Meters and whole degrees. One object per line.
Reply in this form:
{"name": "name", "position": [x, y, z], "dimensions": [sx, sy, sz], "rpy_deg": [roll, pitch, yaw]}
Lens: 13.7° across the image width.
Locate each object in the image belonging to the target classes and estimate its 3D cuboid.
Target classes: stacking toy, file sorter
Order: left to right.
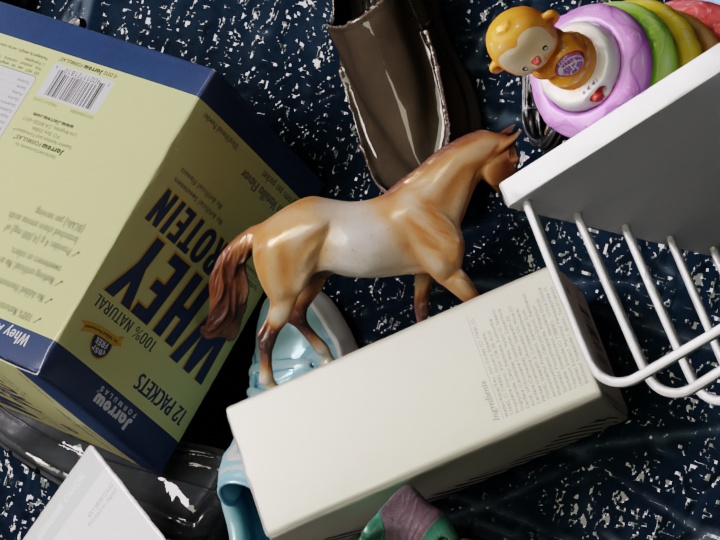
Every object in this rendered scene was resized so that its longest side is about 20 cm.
{"name": "stacking toy", "position": [0.129, -0.100, 1.531], "dimensions": [0.116, 0.200, 0.110], "rpy_deg": [-41, 60, 23]}
{"name": "file sorter", "position": [0.194, -0.010, 1.466], "dimensions": [0.139, 0.200, 0.125], "rpy_deg": [-33, 65, 28]}

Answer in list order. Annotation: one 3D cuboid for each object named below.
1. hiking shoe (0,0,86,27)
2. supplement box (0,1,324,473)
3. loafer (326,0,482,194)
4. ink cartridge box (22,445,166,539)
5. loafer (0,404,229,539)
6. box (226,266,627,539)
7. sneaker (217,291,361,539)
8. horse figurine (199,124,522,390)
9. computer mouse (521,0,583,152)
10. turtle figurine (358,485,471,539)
{"name": "hiking shoe", "position": [-0.258, -0.156, 1.927], "dimensions": [0.199, 0.076, 0.101], "rpy_deg": [28, 90, 28]}
{"name": "supplement box", "position": [-0.169, -0.022, 1.749], "dimensions": [0.199, 0.134, 0.200], "rpy_deg": [19, 74, 38]}
{"name": "loafer", "position": [0.011, -0.124, 1.706], "dimensions": [0.073, 0.071, 0.201], "rpy_deg": [-27, 66, 31]}
{"name": "ink cartridge box", "position": [-0.146, 0.230, 1.690], "dimensions": [0.200, 0.043, 0.174], "rpy_deg": [-54, 55, 18]}
{"name": "loafer", "position": [-0.143, 0.107, 1.788], "dimensions": [0.200, 0.068, 0.071], "rpy_deg": [21, 82, 36]}
{"name": "box", "position": [0.036, 0.077, 1.613], "dimensions": [0.199, 0.068, 0.083], "rpy_deg": [-23, 71, 12]}
{"name": "sneaker", "position": [-0.043, 0.102, 1.699], "dimensions": [0.074, 0.082, 0.201], "rpy_deg": [-15, 73, 34]}
{"name": "horse figurine", "position": [0.000, 0.000, 1.659], "dimensions": [0.199, 0.050, 0.133], "rpy_deg": [-8, 109, 8]}
{"name": "computer mouse", "position": [0.135, -0.160, 1.649], "dimensions": [0.059, 0.034, 0.201], "rpy_deg": [34, 109, 45]}
{"name": "turtle figurine", "position": [0.090, 0.197, 1.573], "dimensions": [0.200, 0.101, 0.150], "rpy_deg": [37, 149, 20]}
